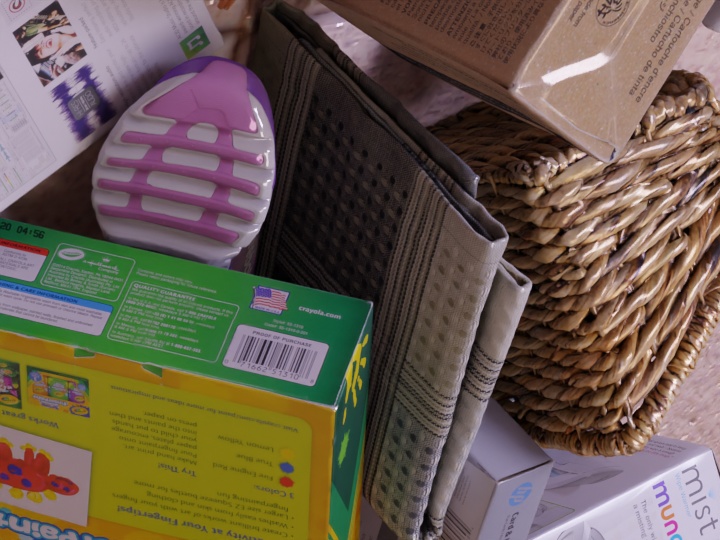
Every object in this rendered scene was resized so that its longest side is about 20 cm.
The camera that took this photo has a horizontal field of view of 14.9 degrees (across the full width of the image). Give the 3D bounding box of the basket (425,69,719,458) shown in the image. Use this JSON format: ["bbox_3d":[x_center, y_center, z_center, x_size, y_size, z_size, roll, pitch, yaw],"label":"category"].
[{"bbox_3d":[0.108,-0.008,1.346,0.142,0.200,0.150,-26,102,-26],"label":"basket"}]

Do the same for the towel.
[{"bbox_3d":[0.000,0.000,1.288,0.034,0.193,0.201,-17,139,-31],"label":"towel"}]

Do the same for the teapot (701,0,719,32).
[{"bbox_3d":[0.252,-0.189,1.262,0.196,0.200,0.147,-20,97,-3],"label":"teapot"}]

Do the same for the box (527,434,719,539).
[{"bbox_3d":[0.084,0.159,1.523,0.176,0.200,0.097,-23,103,-26],"label":"box"}]

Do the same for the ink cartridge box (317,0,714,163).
[{"bbox_3d":[0.092,-0.167,1.187,0.075,0.165,0.201,32,91,-38],"label":"ink cartridge box"}]

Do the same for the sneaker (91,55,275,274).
[{"bbox_3d":[-0.077,-0.032,1.273,0.201,0.080,0.089,104,5,-47],"label":"sneaker"}]

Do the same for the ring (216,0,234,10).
[{"bbox_3d":[0.008,-0.184,1.147,0.201,0.019,0.200,-52,-176,6],"label":"ring"}]

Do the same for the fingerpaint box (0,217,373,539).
[{"bbox_3d":[-0.099,0.072,1.266,0.167,0.199,0.074,93,13,-44],"label":"fingerpaint box"}]

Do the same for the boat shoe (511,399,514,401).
[{"bbox_3d":[0.097,0.044,1.531,0.200,0.076,0.060,-39,151,-8],"label":"boat shoe"}]

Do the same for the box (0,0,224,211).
[{"bbox_3d":[-0.163,-0.090,1.171,0.200,0.036,0.145,-38,145,-10],"label":"box"}]

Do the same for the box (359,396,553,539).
[{"bbox_3d":[0.003,0.093,1.378,0.041,0.200,0.157,-17,138,-36],"label":"box"}]
